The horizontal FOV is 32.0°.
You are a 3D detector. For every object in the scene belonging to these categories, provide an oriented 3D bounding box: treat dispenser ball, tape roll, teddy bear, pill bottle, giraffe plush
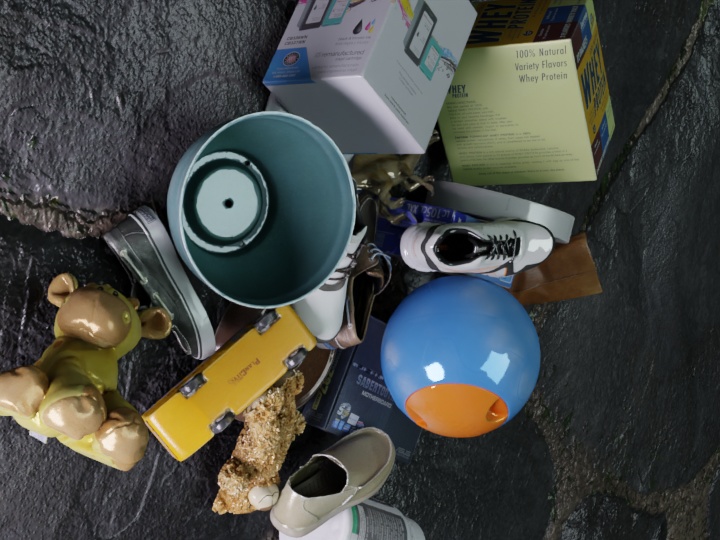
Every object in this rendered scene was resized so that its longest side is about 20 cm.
[{"bbox_3d":[0.124,0.107,1.566,0.200,0.200,0.203,-18,114,-45],"label":"treat dispenser ball"},{"bbox_3d":[0.183,-0.077,1.654,0.202,0.202,0.037,14,91,-50],"label":"tape roll"},{"bbox_3d":[-0.110,0.206,1.450,0.145,0.066,0.201,-30,143,-75],"label":"teddy bear"},{"bbox_3d":[-0.005,0.350,1.633,0.200,0.113,0.114,30,78,-48],"label":"pill bottle"},{"bbox_3d":[-0.264,0.087,1.217,0.172,0.200,0.163,31,71,-24],"label":"giraffe plush"}]

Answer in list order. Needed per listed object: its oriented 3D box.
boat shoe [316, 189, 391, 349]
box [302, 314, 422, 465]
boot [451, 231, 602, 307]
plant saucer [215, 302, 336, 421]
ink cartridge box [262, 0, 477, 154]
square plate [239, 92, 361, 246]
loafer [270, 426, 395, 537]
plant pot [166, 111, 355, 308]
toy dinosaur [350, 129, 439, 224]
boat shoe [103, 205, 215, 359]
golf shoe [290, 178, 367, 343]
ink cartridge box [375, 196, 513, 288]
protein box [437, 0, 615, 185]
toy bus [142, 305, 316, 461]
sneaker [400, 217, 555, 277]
[{"bbox_3d":[0.000,0.000,1.505,0.072,0.072,0.202,31,66,-54],"label":"boat shoe"},{"bbox_3d":[0.022,0.155,1.654,0.200,0.051,0.159,32,76,-48],"label":"box"},{"bbox_3d":[0.240,0.042,1.768,0.198,0.069,0.189,-16,123,3],"label":"boot"},{"bbox_3d":[-0.093,0.094,1.503,0.199,0.034,0.202,-22,123,-40],"label":"plant saucer"},{"bbox_3d":[0.015,-0.255,1.428,0.146,0.146,0.201,44,59,-44],"label":"ink cartridge box"},{"bbox_3d":[-0.060,-0.095,1.502,0.199,0.028,0.200,18,87,-50],"label":"square plate"},{"bbox_3d":[-0.025,0.250,1.528,0.200,0.075,0.069,-35,153,-39],"label":"loafer"},{"bbox_3d":[-0.123,-0.068,1.336,0.199,0.134,0.202,-4,98,-29],"label":"plant pot"},{"bbox_3d":[0.021,-0.108,1.510,0.199,0.101,0.058,-21,155,-30],"label":"toy dinosaur"},{"bbox_3d":[-0.215,0.025,1.334,0.063,0.071,0.201,-35,128,-19],"label":"boat shoe"},{"bbox_3d":[-0.037,-0.016,1.408,0.077,0.094,0.202,-3,93,-31],"label":"golf shoe"},{"bbox_3d":[0.100,-0.040,1.619,0.199,0.136,0.077,14,90,-50],"label":"ink cartridge box"},{"bbox_3d":[0.207,-0.232,1.615,0.135,0.197,0.201,-62,142,-47],"label":"protein box"},{"bbox_3d":[-0.144,0.121,1.386,0.200,0.078,0.065,-41,97,-15],"label":"toy bus"},{"bbox_3d":[0.151,-0.024,1.502,0.198,0.080,0.074,-5,95,-22],"label":"sneaker"}]
